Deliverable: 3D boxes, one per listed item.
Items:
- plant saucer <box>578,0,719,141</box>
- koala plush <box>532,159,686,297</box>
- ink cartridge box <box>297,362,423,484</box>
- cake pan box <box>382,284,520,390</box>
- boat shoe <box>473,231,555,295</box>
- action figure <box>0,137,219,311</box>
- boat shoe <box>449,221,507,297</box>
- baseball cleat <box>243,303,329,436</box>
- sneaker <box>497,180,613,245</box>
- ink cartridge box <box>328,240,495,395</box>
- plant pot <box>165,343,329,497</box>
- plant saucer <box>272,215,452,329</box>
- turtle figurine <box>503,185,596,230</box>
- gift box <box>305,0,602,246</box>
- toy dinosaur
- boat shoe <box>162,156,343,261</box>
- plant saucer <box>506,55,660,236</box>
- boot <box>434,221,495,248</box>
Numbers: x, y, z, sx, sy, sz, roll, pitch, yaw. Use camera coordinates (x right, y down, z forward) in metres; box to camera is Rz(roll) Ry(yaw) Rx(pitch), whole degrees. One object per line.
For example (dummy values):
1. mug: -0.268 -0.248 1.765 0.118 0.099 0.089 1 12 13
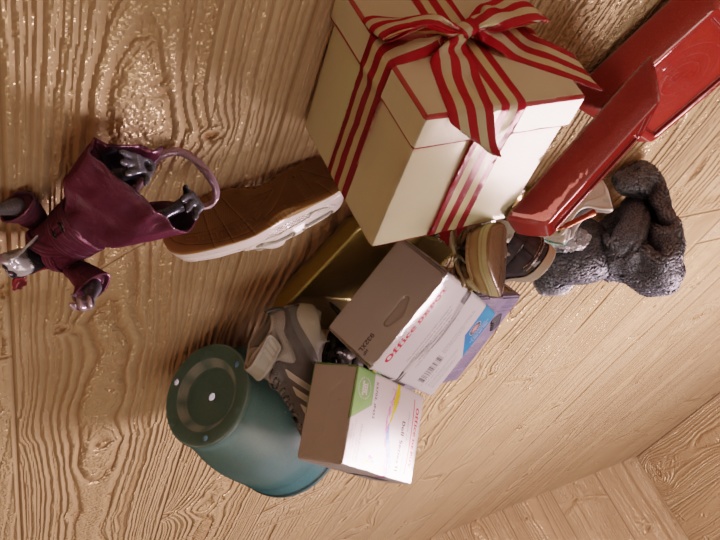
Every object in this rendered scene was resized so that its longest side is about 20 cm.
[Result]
1. plant saucer: 0.371 -0.236 0.966 0.200 0.037 0.199 -42 149 27
2. koala plush: 0.349 -0.032 1.185 0.200 0.184 0.177 -12 150 -5
3. ink cartridge box: 0.016 0.194 0.997 0.067 0.117 0.200 -2 159 34
4. cake pan box: 0.138 0.098 1.233 0.200 0.052 0.184 -2 128 -56
5. boat shoe: 0.174 -0.016 1.061 0.073 0.063 0.200 -59 -165 -18
6. action figure: -0.249 -0.048 0.721 0.200 0.134 0.149 -26 -162 24
7. boat shoe: 0.120 -0.008 0.853 0.063 0.073 0.200 5 171 12
8. baseball cleat: -0.089 0.140 0.990 0.106 0.200 0.070 -6 -175 -21
9. sneaker: 0.244 -0.063 1.103 0.200 0.089 0.075 -31 153 17
10. ink cartridge box: 0.071 0.064 1.026 0.145 0.084 0.200 -51 149 3
11. plant pot: -0.150 0.188 1.083 0.200 0.200 0.188 -35 144 14
12. plant saucer: 0.000 0.000 1.038 0.200 0.048 0.200 7 136 -47
13. turtle figurine: 0.190 -0.109 0.993 0.200 0.064 0.161 0 146 10
14. gift box: 0.080 -0.141 0.718 0.184 0.200 0.187 -18 150 -29
15. toy dinosaur: -0.024 0.119 1.075 0.077 0.102 0.200 -15 117 19
16. boat shoe: -0.102 -0.049 0.839 0.200 0.071 0.069 -21 150 -14
17. plant saucer: 0.238 -0.111 0.851 0.200 0.037 0.200 -50 168 8
18. boot: 0.085 -0.061 0.952 0.144 0.072 0.200 -2 139 3
